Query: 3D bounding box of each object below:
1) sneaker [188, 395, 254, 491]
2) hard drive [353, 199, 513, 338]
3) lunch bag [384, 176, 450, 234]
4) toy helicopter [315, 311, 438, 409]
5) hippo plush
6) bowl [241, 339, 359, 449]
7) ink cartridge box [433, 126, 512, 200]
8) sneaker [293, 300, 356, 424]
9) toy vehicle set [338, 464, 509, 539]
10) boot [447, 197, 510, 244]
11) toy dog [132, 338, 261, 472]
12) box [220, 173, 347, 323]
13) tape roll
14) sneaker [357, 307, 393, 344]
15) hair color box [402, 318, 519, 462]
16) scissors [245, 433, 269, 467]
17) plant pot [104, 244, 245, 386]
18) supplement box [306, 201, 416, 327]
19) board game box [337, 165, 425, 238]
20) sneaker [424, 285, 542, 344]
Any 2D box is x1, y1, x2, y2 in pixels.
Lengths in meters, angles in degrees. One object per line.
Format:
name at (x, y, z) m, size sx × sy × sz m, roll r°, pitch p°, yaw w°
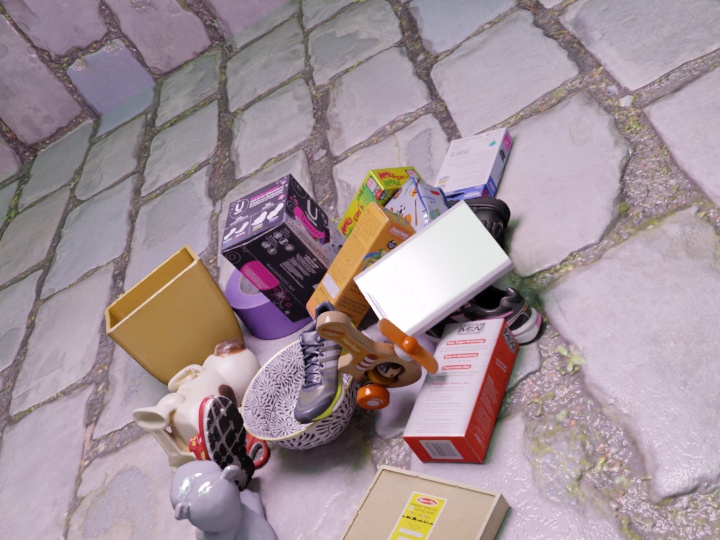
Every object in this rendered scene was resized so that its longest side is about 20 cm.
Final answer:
sneaker at (-0.215, 0.255, 1.301) m, size 0.084 × 0.202 × 0.077 m, roll 17°, pitch 45°, yaw 24°
hard drive at (0.103, 0.004, 1.296) m, size 0.199 × 0.026 × 0.132 m, roll -35°, pitch 59°, yaw 1°
lunch bag at (0.069, -0.036, 1.430) m, size 0.201 × 0.075 × 0.161 m, roll -56°, pitch 29°, yaw 27°
toy helicopter at (0.017, 0.108, 1.203) m, size 0.131 × 0.200 × 0.080 m, roll -18°, pitch 51°, yaw 30°
hippo plush at (-0.198, 0.348, 1.203) m, size 0.159 × 0.161 × 0.199 m, roll -44°, pitch 33°, yaw -15°
bowl at (-0.071, 0.199, 1.345) m, size 0.199 × 0.095 × 0.202 m, roll -25°, pitch 33°, yaw 17°
ink cartridge box at (0.200, -0.178, 1.641) m, size 0.118 × 0.042 × 0.201 m, roll -10°, pitch 37°, yaw 34°
sneaker at (-0.061, 0.129, 1.263) m, size 0.073 × 0.081 × 0.201 m, roll -17°, pitch 37°, yaw 26°
toy vehicle set at (0.075, 0.317, 1.117) m, size 0.199 × 0.027 × 0.125 m, roll 2°, pitch 47°, yaw 44°
boot at (0.140, -0.040, 1.478) m, size 0.209 × 0.080 × 0.159 m, roll -10°, pitch 42°, yaw 38°
toy dog at (-0.240, 0.200, 1.451) m, size 0.193 × 0.140 × 0.200 m, roll -31°, pitch 15°, yaw 42°
box at (-0.109, -0.034, 1.438) m, size 0.131 × 0.200 × 0.116 m, roll -23°, pitch 42°, yaw 24°
tape roll at (-0.146, 0.025, 1.655) m, size 0.198 × 0.085 × 0.201 m, roll -23°, pitch 34°, yaw 17°
sneaker at (0.006, 0.083, 1.467) m, size 0.081 × 0.075 × 0.200 m, roll -23°, pitch 36°, yaw -11°
hair color box at (0.140, 0.162, 1.228) m, size 0.101 × 0.061 × 0.201 m, roll -8°, pitch 42°, yaw 37°
scissors at (-0.163, 0.243, 1.448) m, size 0.073 × 0.014 × 0.201 m, roll -20°, pitch 37°, yaw 27°
plant pot at (-0.309, 0.102, 1.578) m, size 0.194 × 0.201 × 0.195 m, roll -39°, pitch 17°, yaw -8°
supplement box at (0.000, 0.000, 1.371) m, size 0.201 × 0.066 × 0.069 m, roll -59°, pitch 35°, yaw 13°
board game box at (0.022, -0.087, 1.533) m, size 0.048 × 0.101 × 0.201 m, roll 55°, pitch 134°, yaw 27°
sneaker at (0.167, 0.054, 1.322) m, size 0.198 × 0.087 × 0.081 m, roll -8°, pitch 39°, yaw 38°
